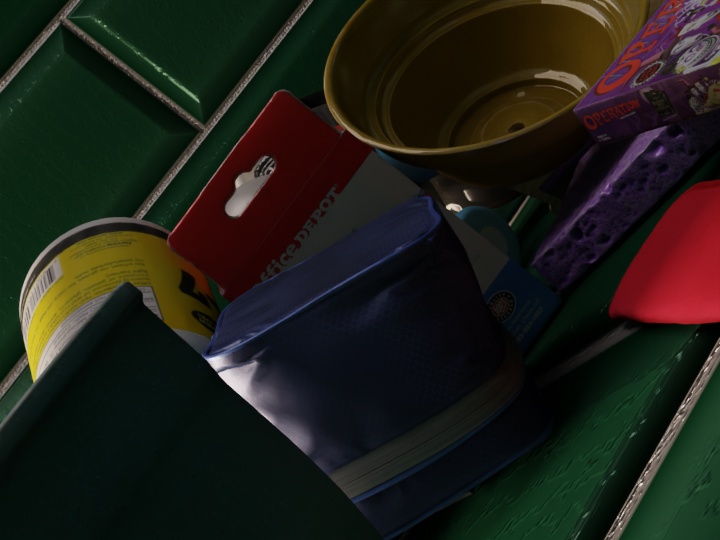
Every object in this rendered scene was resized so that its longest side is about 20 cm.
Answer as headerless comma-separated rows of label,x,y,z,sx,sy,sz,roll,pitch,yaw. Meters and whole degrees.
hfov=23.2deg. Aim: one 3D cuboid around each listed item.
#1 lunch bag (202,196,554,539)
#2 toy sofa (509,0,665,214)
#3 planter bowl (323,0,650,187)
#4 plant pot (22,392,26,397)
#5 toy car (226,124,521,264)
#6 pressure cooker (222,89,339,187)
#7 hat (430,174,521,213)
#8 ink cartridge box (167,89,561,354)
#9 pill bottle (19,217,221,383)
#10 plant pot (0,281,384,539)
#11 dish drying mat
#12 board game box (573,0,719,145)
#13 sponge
lunch bag,0.012,0.055,0.869,0.135,0.133,0.200,-29,7,5
toy sofa,0.172,-0.128,1.134,0.200,0.097,0.083,-50,30,40
planter bowl,0.084,-0.110,1.049,0.199,0.084,0.201,-15,42,13
plant pot,-0.175,0.180,1.103,0.200,0.199,0.185,138,146,-70
toy car,-0.031,-0.006,1.208,0.199,0.178,0.184,-18,-12,-43
pressure cooker,-0.006,-0.031,1.461,0.178,0.201,0.176,-15,-26,-32
hat,0.094,-0.093,1.355,0.199,0.081,0.201,-20,21,8
ink cartridge box,0.000,0.000,1.002,0.116,0.200,0.067,-52,6,1
pill bottle,-0.120,0.063,0.953,0.115,0.114,0.200,-52,30,13
plant pot,-0.053,0.139,0.499,0.201,0.187,0.200,-53,3,4
dish drying mat,0.146,-0.011,0.721,0.077,0.018,0.200,-54,4,-4
board game box,0.200,-0.144,0.864,0.200,0.032,0.120,-49,13,-28
sponge,0.170,-0.079,0.959,0.200,0.030,0.112,-48,7,44
